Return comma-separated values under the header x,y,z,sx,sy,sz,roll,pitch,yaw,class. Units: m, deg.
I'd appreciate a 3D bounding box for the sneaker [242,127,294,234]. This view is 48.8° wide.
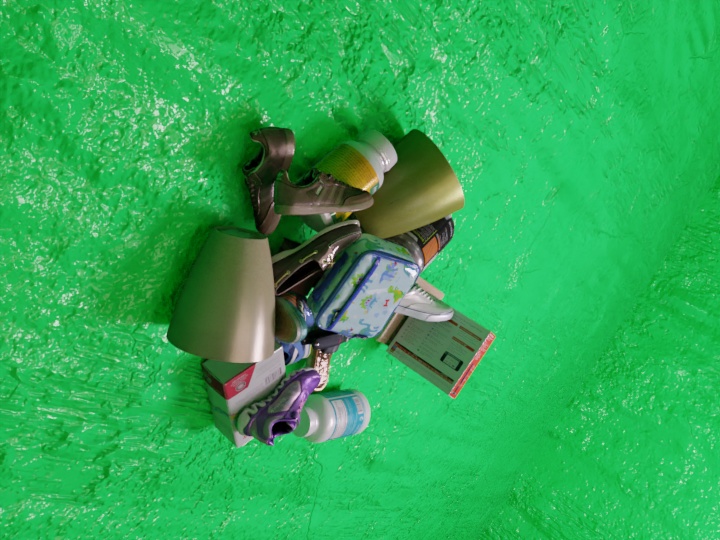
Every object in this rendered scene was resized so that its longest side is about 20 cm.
x,y,z,sx,sy,sz,roll,pitch,yaw,class
-0.169,-0.154,1.356,0.075,0.070,0.200,3,122,-23,sneaker

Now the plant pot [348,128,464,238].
x,y,z,sx,sy,sz,roll,pitch,yaw,class
0.072,-0.149,1.581,0.200,0.187,0.187,-33,143,-7,plant pot

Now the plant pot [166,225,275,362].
x,y,z,sx,sy,sz,roll,pitch,yaw,class
-0.223,0.031,1.360,0.187,0.187,0.200,-3,109,-50,plant pot

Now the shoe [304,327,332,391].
x,y,z,sx,sy,sz,roll,pitch,yaw,class
-0.086,0.163,1.741,0.070,0.053,0.200,12,97,-39,shoe

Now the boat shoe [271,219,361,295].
x,y,z,sx,sy,sz,roll,pitch,yaw,class
-0.082,-0.023,1.424,0.200,0.060,0.072,-27,157,-1,boat shoe

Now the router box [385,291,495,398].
x,y,z,sx,sy,sz,roll,pitch,yaw,class
0.190,0.176,1.899,0.180,0.200,0.049,-55,150,-3,router box

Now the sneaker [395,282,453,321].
x,y,z,sx,sy,sz,roll,pitch,yaw,class
0.128,0.068,1.840,0.200,0.073,0.071,11,109,-18,sneaker

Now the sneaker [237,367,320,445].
x,y,z,sx,sy,sz,roll,pitch,yaw,class
-0.144,0.275,1.575,0.200,0.088,0.081,-38,142,-30,sneaker

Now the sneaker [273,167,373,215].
x,y,z,sx,sy,sz,roll,pitch,yaw,class
-0.057,-0.136,1.342,0.200,0.070,0.076,-9,103,-41,sneaker

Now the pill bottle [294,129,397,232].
x,y,z,sx,sy,sz,roll,pitch,yaw,class
-0.029,-0.169,1.471,0.200,0.113,0.113,-44,145,-19,pill bottle

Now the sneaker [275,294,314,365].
x,y,z,sx,sy,sz,roll,pitch,yaw,class
-0.145,0.118,1.607,0.082,0.074,0.200,-27,136,-33,sneaker

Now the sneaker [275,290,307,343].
x,y,z,sx,sy,sz,roll,pitch,yaw,class
-0.129,0.075,1.450,0.080,0.200,0.072,-1,109,-28,sneaker

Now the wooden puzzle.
x,y,z,sx,sy,sz,roll,pitch,yaw,class
0.120,0.109,1.970,0.185,0.037,0.200,-57,151,1,wooden puzzle

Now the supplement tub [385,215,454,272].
x,y,z,sx,sy,sz,roll,pitch,yaw,class
0.106,-0.059,1.690,0.200,0.122,0.123,-43,147,-43,supplement tub

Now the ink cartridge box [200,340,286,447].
x,y,z,sx,sy,sz,roll,pitch,yaw,class
-0.226,0.234,1.591,0.148,0.086,0.200,-33,142,-32,ink cartridge box

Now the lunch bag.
x,y,z,sx,sy,sz,roll,pitch,yaw,class
0.002,0.034,1.503,0.161,0.082,0.200,20,117,-38,lunch bag

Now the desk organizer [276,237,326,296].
x,y,z,sx,sy,sz,roll,pitch,yaw,class
-0.075,0.012,1.552,0.200,0.072,0.077,20,106,-36,desk organizer

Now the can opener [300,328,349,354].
x,y,z,sx,sy,sz,roll,pitch,yaw,class
-0.063,0.139,1.625,0.200,0.063,0.079,3,95,-74,can opener

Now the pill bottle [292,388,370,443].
x,y,z,sx,sy,sz,roll,pitch,yaw,class
-0.076,0.338,1.845,0.200,0.111,0.111,2,116,-51,pill bottle
